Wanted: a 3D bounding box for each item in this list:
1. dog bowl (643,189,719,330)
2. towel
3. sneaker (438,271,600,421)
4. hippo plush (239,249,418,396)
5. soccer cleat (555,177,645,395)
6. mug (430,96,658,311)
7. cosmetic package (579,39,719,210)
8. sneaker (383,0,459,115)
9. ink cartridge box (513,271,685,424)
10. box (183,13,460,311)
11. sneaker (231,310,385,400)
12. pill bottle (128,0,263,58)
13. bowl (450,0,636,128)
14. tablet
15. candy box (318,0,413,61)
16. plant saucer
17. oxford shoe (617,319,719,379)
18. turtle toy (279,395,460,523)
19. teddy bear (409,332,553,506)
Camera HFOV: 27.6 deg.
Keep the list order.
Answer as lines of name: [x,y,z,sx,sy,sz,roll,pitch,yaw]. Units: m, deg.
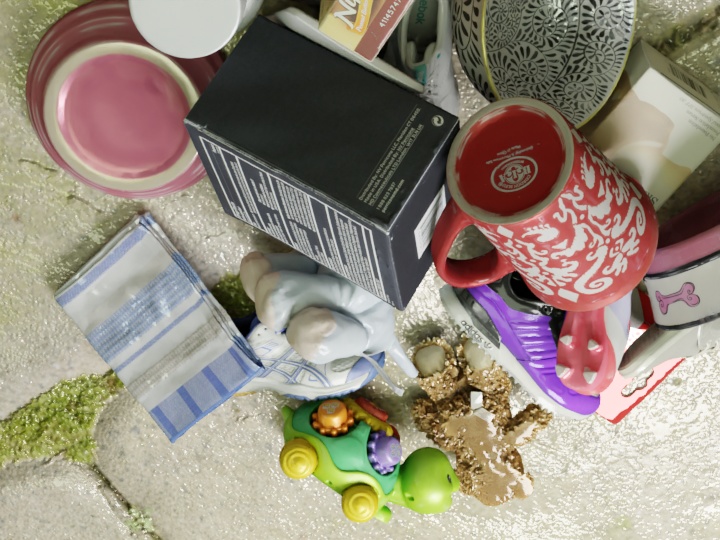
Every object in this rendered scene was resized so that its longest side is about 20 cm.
dog bowl: [0.342,-0.026,1.335,0.200,0.200,0.074,-28,95,18]
towel: [-0.203,0.059,1.463,0.147,0.024,0.200,-38,91,23]
sneaker: [0.175,0.057,1.377,0.200,0.070,0.099,41,110,-20]
hippo plush: [0.000,0.000,1.378,0.200,0.159,0.161,35,105,4]
soccer cleat: [0.223,0.014,1.336,0.066,0.076,0.201,12,91,28]
mug: [0.144,-0.040,1.219,0.178,0.133,0.200,-49,150,4]
cosmetic package: [0.237,-0.100,1.359,0.105,0.071,0.200,31,117,-14]
sneaker: [0.052,-0.182,1.312,0.075,0.089,0.201,-1,120,2]
ink cartridge box: [0.211,0.051,1.451,0.200,0.067,0.116,34,117,-16]
box: [-0.023,-0.089,1.253,0.198,0.124,0.200,28,165,14]
sneaker: [-0.076,0.077,1.476,0.199,0.075,0.089,-4,119,4]
pill bottle: [-0.130,-0.254,1.214,0.114,0.200,0.115,1,120,2]
bowl: [0.140,-0.222,1.263,0.094,0.200,0.201,18,132,44]
tablet: [-0.022,-0.185,1.260,0.130,0.200,0.014,29,91,-14]
candy box: [0.018,-0.258,1.200,0.055,0.200,0.116,31,112,-13]
plant saucer: [-0.216,-0.151,1.365,0.199,0.051,0.201,1,120,3]
oxford shoe: [0.325,0.054,1.392,0.058,0.200,0.075,60,153,-3]
turtle toy: [0.005,0.192,1.502,0.200,0.146,0.101,34,93,-3]
teddy bear: [0.122,0.146,1.516,0.145,0.067,0.200,-31,109,18]
